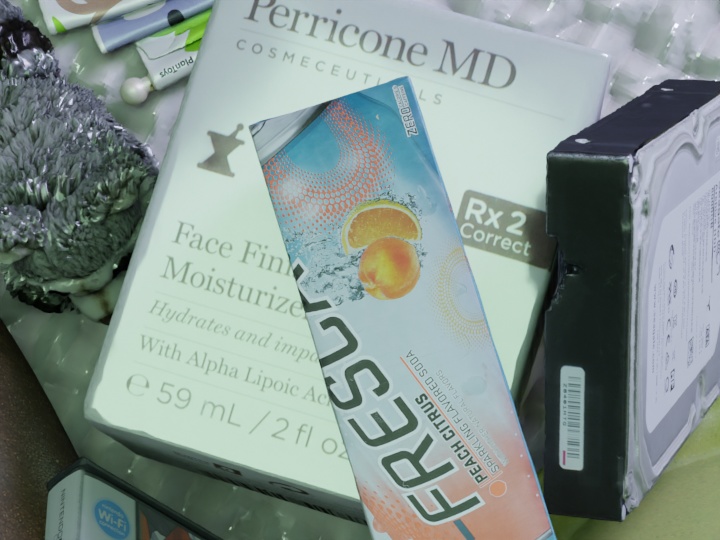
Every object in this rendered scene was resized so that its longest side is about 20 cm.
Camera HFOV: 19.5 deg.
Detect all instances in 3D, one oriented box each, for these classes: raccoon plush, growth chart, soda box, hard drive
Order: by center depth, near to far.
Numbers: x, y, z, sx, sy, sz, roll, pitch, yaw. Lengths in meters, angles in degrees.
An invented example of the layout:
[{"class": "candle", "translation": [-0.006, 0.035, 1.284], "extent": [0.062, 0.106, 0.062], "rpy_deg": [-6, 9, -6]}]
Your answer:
[{"class": "soda box", "translation": [0.019, 0.037, 0.760], "extent": [0.063, 0.068, 0.201], "rpy_deg": [-18, 80, 0]}, {"class": "hard drive", "translation": [0.117, 0.004, 0.844], "extent": [0.038, 0.200, 0.141], "rpy_deg": [4, 103, 19]}, {"class": "raccoon plush", "translation": [-0.157, -0.058, 0.927], "extent": [0.097, 0.134, 0.200], "rpy_deg": [-44, 80, -4]}, {"class": "growth chart", "translation": [-0.112, -0.177, 1.007], "extent": [0.144, 0.018, 0.200], "rpy_deg": [-33, 78, -1]}]

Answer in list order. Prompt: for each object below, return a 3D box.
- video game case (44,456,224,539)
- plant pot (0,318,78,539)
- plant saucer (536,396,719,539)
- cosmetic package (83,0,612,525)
[{"class": "video game case", "translation": [-0.044, 0.189, 0.817], "extent": [0.025, 0.200, 0.181], "rpy_deg": [-37, 35, 27]}, {"class": "plant pot", "translation": [-0.188, 0.111, 0.892], "extent": [0.186, 0.187, 0.201], "rpy_deg": [-15, 64, 2]}, {"class": "plant saucer", "translation": [0.155, 0.095, 0.856], "extent": [0.199, 0.200, 0.031], "rpy_deg": [-18, 105, 1]}, {"class": "cosmetic package", "translation": [0.000, 0.000, 0.888], "extent": [0.164, 0.165, 0.201], "rpy_deg": [16, 81, 6]}]
